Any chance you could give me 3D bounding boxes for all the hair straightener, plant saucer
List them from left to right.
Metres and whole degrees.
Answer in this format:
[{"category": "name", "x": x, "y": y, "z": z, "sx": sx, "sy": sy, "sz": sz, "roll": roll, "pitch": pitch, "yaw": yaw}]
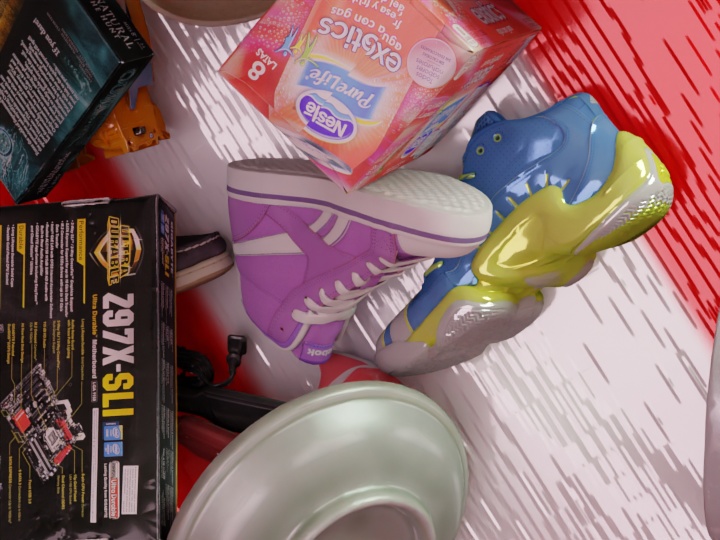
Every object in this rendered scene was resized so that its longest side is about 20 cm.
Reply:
[{"category": "hair straightener", "x": -0.094, "y": 0.073, "z": 1.266, "sx": 0.200, "sy": 0.077, "sz": 0.041, "roll": 13, "pitch": 142, "yaw": 38}, {"category": "plant saucer", "x": -0.014, "y": 0.159, "z": 1.198, "sx": 0.050, "sy": 0.200, "sz": 0.200, "roll": 41, "pitch": 111, "yaw": 46}]

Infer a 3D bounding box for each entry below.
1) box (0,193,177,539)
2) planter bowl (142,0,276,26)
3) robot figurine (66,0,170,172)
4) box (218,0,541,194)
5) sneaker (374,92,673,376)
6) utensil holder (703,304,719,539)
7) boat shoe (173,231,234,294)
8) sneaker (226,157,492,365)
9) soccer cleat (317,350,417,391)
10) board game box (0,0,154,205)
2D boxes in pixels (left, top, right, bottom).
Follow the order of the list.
[{"category": "box", "x": -0.184, "y": 0.062, "z": 1.207, "sx": 0.159, "sy": 0.049, "sz": 0.200, "roll": -4, "pitch": 76, "yaw": 8}, {"category": "planter bowl", "x": -0.081, "y": -0.253, "z": 1.168, "sx": 0.200, "sy": 0.200, "sz": 0.135, "roll": -53, "pitch": 55, "yaw": 16}, {"category": "robot figurine", "x": -0.184, "y": -0.158, "z": 1.254, "sx": 0.145, "sy": 0.058, "sz": 0.200, "roll": -12, "pitch": 95, "yaw": 40}, {"category": "box", "x": 0.015, "y": -0.118, "z": 1.141, "sx": 0.095, "sy": 0.200, "sz": 0.103, "roll": 43, "pitch": 108, "yaw": 4}, {"category": "sneaker", "x": 0.077, "y": -0.025, "z": 1.214, "sx": 0.200, "sy": 0.076, "sz": 0.105, "roll": -35, "pitch": 72, "yaw": 15}, {"category": "utensil holder", "x": 0.289, "y": 0.074, "z": 1.111, "sx": 0.200, "sy": 0.170, "sz": 0.170, "roll": 6, "pitch": 100, "yaw": 16}, {"category": "boat shoe", "x": -0.175, "y": -0.007, "z": 1.279, "sx": 0.200, "sy": 0.072, "sz": 0.065, "roll": -8, "pitch": 97, "yaw": 20}, {"category": "sneaker", "x": 0.000, "y": 0.000, "z": 1.201, "sx": 0.200, "sy": 0.073, "sz": 0.114, "roll": 10, "pitch": 103, "yaw": 52}, {"category": "soccer cleat", "x": -0.028, "y": 0.143, "z": 1.270, "sx": 0.073, "sy": 0.068, "sz": 0.200, "roll": 35, "pitch": 110, "yaw": 31}, {"category": "board game box", "x": -0.211, "y": -0.155, "z": 1.217, "sx": 0.200, "sy": 0.028, "sz": 0.135, "roll": 55, "pitch": 131, "yaw": 13}]
